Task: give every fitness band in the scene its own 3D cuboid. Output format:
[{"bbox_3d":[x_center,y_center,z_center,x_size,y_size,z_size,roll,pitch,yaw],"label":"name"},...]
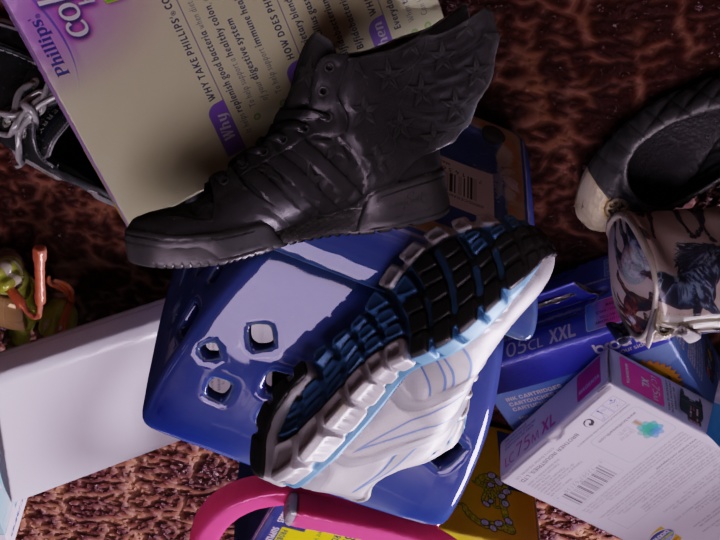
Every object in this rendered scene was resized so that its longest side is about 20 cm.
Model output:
[{"bbox_3d":[-0.019,0.200,0.969,0.199,0.038,0.144,15,133,-14],"label":"fitness band"}]

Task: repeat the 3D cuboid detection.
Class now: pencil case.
[{"bbox_3d":[0.250,0.004,0.858,0.199,0.090,0.078,-2,153,-11],"label":"pencil case"}]

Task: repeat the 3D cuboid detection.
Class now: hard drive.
[{"bbox_3d":[-0.154,0.079,0.974,0.199,0.026,0.132,-18,139,-23],"label":"hard drive"}]

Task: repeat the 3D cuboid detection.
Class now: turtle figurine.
[{"bbox_3d":[-0.259,0.011,0.968,0.161,0.065,0.200,18,151,3],"label":"turtle figurine"}]

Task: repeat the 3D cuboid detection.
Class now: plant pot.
[{"bbox_3d":[0.000,0.000,0.844,0.199,0.200,0.180,20,126,-11],"label":"plant pot"}]

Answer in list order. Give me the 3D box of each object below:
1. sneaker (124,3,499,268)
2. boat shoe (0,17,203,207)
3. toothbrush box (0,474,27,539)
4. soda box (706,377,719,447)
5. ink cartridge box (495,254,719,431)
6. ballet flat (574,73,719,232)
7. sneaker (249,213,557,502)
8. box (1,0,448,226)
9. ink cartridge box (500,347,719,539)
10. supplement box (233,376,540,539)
[{"bbox_3d":[-0.024,-0.068,0.696,0.199,0.060,0.105,-11,102,-17],"label":"sneaker"},{"bbox_3d":[-0.179,-0.087,0.829,0.199,0.068,0.074,38,93,0],"label":"boat shoe"},{"bbox_3d":[-0.325,0.127,1.036,0.146,0.086,0.200,11,150,0],"label":"toothbrush box"},{"bbox_3d":[0.254,0.018,0.780,0.064,0.068,0.201,3,110,-16],"label":"soda box"},{"bbox_3d":[0.165,0.068,0.966,0.136,0.076,0.200,-20,126,24],"label":"ink cartridge box"},{"bbox_3d":[0.208,-0.077,0.835,0.200,0.057,0.066,-32,121,32],"label":"ballet flat"},{"bbox_3d":[0.035,0.051,0.735,0.087,0.075,0.200,31,120,-32],"label":"sneaker"},{"bbox_3d":[-0.077,-0.153,0.718,0.200,0.097,0.176,-29,130,-7],"label":"box"},{"bbox_3d":[0.207,0.137,0.946,0.200,0.042,0.119,29,129,-16],"label":"ink cartridge box"},{"bbox_3d":[0.018,0.172,1.044,0.199,0.110,0.109,15,134,-15],"label":"supplement box"}]
